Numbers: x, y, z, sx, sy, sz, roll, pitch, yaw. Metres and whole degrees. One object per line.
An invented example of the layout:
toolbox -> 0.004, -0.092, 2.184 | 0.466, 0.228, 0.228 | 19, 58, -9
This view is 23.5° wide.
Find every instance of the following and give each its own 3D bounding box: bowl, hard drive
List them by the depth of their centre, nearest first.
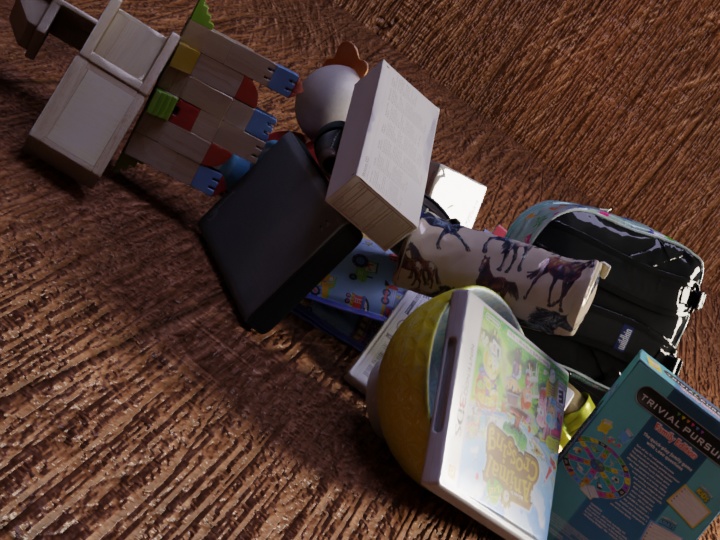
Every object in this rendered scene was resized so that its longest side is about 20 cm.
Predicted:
bowl -> 0.069, 0.118, 1.601 | 0.107, 0.202, 0.200 | -5, -12, 33
hard drive -> -0.083, -0.040, 1.713 | 0.033, 0.140, 0.200 | 40, 10, -33

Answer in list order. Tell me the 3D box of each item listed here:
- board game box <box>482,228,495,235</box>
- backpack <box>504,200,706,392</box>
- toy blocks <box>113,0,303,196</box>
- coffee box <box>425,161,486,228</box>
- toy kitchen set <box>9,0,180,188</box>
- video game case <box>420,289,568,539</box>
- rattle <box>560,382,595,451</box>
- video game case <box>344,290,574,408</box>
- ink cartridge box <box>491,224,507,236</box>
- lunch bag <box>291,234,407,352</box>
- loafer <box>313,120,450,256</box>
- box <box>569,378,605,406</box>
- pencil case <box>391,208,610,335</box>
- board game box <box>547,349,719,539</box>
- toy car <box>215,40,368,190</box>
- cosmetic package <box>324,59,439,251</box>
board game box -> 0.188, 0.045, 1.951 | 0.199, 0.136, 0.035 | 31, 56, -9
backpack -> 0.228, 0.021, 1.774 | 0.199, 0.179, 0.150 | 20, 3, -23
toy blocks -> -0.149, -0.160, 1.775 | 0.136, 0.201, 0.100 | 27, 8, -12
coffee box -> 0.047, -0.076, 2.059 | 0.079, 0.115, 0.200 | 23, -2, -34
toy kitchen set -> -0.311, -0.176, 1.747 | 0.163, 0.181, 0.200 | 30, -24, -9
video game case -> 0.127, 0.140, 1.568 | 0.022, 0.183, 0.200 | -5, -28, 34
rattle -> 0.145, 0.169, 1.823 | 0.199, 0.143, 0.130 | 23, -20, 27
video game case -> 0.100, 0.115, 1.722 | 0.200, 0.018, 0.143 | 37, 58, 1
ink cartridge box -> 0.210, 0.053, 2.106 | 0.200, 0.083, 0.146 | 38, -18, 4
lunch bag -> 0.000, 0.000, 1.807 | 0.199, 0.094, 0.151 | 24, 50, -14
loafer -> 0.024, -0.061, 1.737 | 0.200, 0.072, 0.063 | 44, 25, -17
box -> 0.225, 0.116, 1.926 | 0.199, 0.141, 0.079 | 33, 53, -11
pencil case -> 0.135, 0.001, 1.666 | 0.199, 0.090, 0.078 | 17, -23, 13
board game box -> 0.267, 0.202, 1.659 | 0.151, 0.200, 0.047 | 38, 14, 3
toy car -> -0.046, -0.165, 1.987 | 0.184, 0.201, 0.176 | 19, -5, -38
cosmetic package -> 0.022, -0.114, 1.678 | 0.082, 0.051, 0.201 | 41, 34, -21
